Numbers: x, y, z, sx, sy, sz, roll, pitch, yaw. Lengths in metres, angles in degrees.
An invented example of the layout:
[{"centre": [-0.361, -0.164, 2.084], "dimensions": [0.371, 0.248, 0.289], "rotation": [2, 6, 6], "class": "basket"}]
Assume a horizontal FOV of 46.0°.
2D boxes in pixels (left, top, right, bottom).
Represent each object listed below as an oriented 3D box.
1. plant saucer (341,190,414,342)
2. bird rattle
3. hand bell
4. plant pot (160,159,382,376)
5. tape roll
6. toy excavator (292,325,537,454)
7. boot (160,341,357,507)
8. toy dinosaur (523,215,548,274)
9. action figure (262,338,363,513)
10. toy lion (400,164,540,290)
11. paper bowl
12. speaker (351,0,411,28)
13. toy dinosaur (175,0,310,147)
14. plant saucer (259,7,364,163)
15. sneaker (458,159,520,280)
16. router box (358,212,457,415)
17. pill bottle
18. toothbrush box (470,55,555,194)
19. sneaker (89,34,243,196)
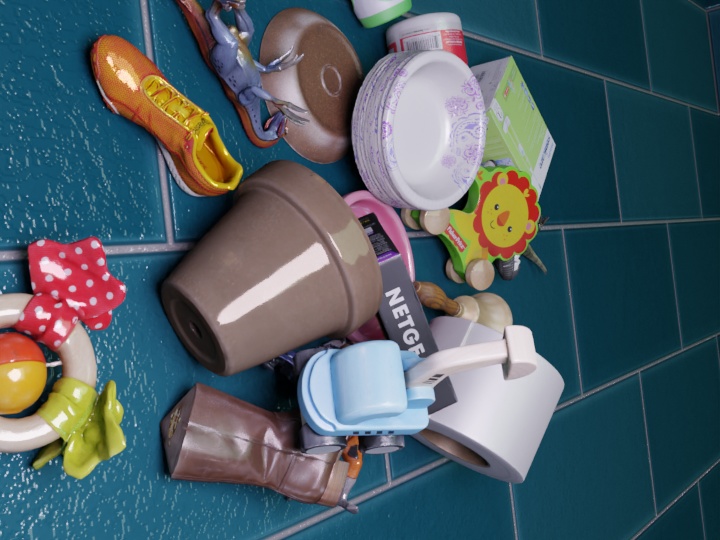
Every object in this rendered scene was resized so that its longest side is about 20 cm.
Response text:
[{"centre": [0.000, 0.000, 1.093], "dimensions": [0.200, 0.050, 0.203], "rotation": [14, 73, -54], "class": "plant saucer"}, {"centre": [-0.267, 0.074, 0.703], "dimensions": [0.162, 0.112, 0.203], "rotation": [-8, 87, -36], "class": "bird rattle"}, {"centre": [0.127, 0.051, 1.204], "dimensions": [0.199, 0.103, 0.105], "rotation": [30, 61, -49], "class": "hand bell"}, {"centre": [-0.105, 0.012, 0.871], "dimensions": [0.174, 0.199, 0.202], "rotation": [-35, 113, -29], "class": "plant pot"}, {"centre": [0.150, 0.172, 1.121], "dimensions": [0.203, 0.201, 0.140], "rotation": [43, 68, -40], "class": "tape roll"}, {"centre": [0.045, 0.106, 0.811], "dimensions": [0.192, 0.200, 0.101], "rotation": [3, 66, -21], "class": "toy excavator"}, {"centre": [-0.099, 0.140, 0.884], "dimensions": [0.198, 0.064, 0.188], "rotation": [18, 65, -20], "class": "boot"}, {"centre": [0.285, -0.065, 1.485], "dimensions": [0.199, 0.047, 0.089], "rotation": [26, 80, -46], "class": "toy dinosaur"}, {"centre": [-0.057, 0.160, 0.992], "dimensions": [0.199, 0.105, 0.195], "rotation": [27, 53, -17], "class": "action figure"}, {"centre": [0.181, -0.086, 1.266], "dimensions": [0.192, 0.068, 0.200], "rotation": [-51, 121, -13], "class": "toy lion"}, {"centre": [0.066, -0.182, 1.102], "dimensions": [0.199, 0.104, 0.203], "rotation": [-12, 106, -44], "class": "paper bowl"}, {"centre": [0.000, -0.437, 1.143], "dimensions": [0.088, 0.088, 0.202], "rotation": [-47, 121, -45], "class": "speaker"}, {"centre": [-0.135, -0.229, 0.960], "dimensions": [0.105, 0.198, 0.183], "rotation": [-64, 168, -51], "class": "toy dinosaur"}, {"centre": [-0.048, -0.240, 1.087], "dimensions": [0.199, 0.036, 0.203], "rotation": [11, 76, -50], "class": "plant saucer"}, {"centre": [0.196, -0.069, 1.349], "dimensions": [0.090, 0.066, 0.202], "rotation": [-21, 113, -10], "class": "sneaker"}, {"centre": [0.043, 0.048, 0.987], "dimensions": [0.149, 0.051, 0.202], "rotation": [-117, -177, -67], "class": "router box"}, {"centre": [0.106, -0.259, 1.228], "dimensions": [0.112, 0.111, 0.202], "rotation": [-15, 97, -52], "class": "pill bottle"}, {"centre": [0.240, -0.229, 1.421], "dimensions": [0.200, 0.085, 0.146], "rotation": [52, 47, -33], "class": "toothbrush box"}, {"centre": [-0.189, -0.159, 0.857], "dimensions": [0.200, 0.077, 0.073], "rotation": [49, 50, -34], "class": "sneaker"}]
